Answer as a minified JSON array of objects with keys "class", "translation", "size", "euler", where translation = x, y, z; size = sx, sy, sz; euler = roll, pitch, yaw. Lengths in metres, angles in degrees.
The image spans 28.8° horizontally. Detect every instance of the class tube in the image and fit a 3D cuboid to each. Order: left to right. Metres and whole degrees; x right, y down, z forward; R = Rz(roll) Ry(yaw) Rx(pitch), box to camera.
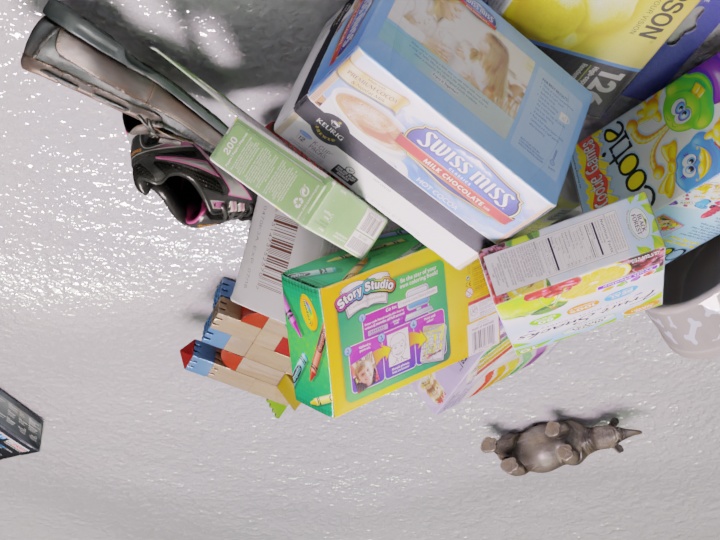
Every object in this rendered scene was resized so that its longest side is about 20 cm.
[{"class":"tube","translation":[0.148,-0.053,1.362],"size":[0.058,0.052,0.200],"euler":[52,146,0]}]

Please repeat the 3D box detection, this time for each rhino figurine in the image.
[{"class":"rhino figurine","translation":[0.257,0.218,1.770],"size":[0.198,0.061,0.087],"euler":[-14,165,18]}]

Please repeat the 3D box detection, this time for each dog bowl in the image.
[{"class":"dog bowl","translation":[0.334,-0.018,1.287],"size":[0.058,0.201,0.199],"euler":[38,134,-20]}]

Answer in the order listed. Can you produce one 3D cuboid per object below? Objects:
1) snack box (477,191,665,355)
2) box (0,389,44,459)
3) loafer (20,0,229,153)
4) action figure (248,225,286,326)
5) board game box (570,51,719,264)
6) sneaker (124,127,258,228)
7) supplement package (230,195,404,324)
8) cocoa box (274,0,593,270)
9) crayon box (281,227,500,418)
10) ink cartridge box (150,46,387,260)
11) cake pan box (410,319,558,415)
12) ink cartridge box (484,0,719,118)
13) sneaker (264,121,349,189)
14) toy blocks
[{"class":"snack box","translation":[0.180,0.008,1.171],"size":[0.140,0.054,0.200],"euler":[-18,163,6]},{"class":"box","translation":[-0.507,0.177,1.709],"size":[0.157,0.047,0.200],"euler":[-14,145,20]},{"class":"loafer","translation":[-0.195,-0.147,1.171],"size":[0.199,0.072,0.063],"euler":[35,91,-34]},{"class":"action figure","translation":[-0.047,0.029,1.418],"size":[0.200,0.118,0.055],"euler":[49,155,-12]},{"class":"board game box","translation":[0.294,-0.098,1.223],"size":[0.104,0.104,0.199],"euler":[12,147,-40]},{"class":"sneaker","translation":[-0.136,-0.071,1.289],"size":[0.199,0.087,0.080],"euler":[23,142,-34]},{"class":"supplement package","translation":[0.000,0.000,1.302],"size":[0.198,0.119,0.117],"euler":[13,-177,-40]},{"class":"cocoa box","translation":[0.060,-0.126,1.103],"size":[0.199,0.134,0.131],"euler":[36,142,-15]},{"class":"crayon box","translation":[0.031,0.033,1.221],"size":[0.198,0.058,0.120],"euler":[-21,115,-33]},{"class":"ink cartridge box","translation":[-0.081,-0.093,1.138],"size":[0.199,0.048,0.145],"euler":[36,-177,20]},{"class":"cake pan box","translation":[0.162,0.047,1.417],"size":[0.183,0.052,0.201],"euler":[-25,158,-38]},{"class":"ink cartridge box","translation":[0.201,-0.201,1.130],"size":[0.197,0.048,0.198],"euler":[13,145,-17]},{"class":"sneaker","translation":[0.005,-0.115,1.241],"size":[0.198,0.071,0.099],"euler":[11,130,3]},{"class":"toy blocks","translation":[-0.107,0.062,1.505],"size":[0.135,0.101,0.201],"euler":[21,132,-16]}]
